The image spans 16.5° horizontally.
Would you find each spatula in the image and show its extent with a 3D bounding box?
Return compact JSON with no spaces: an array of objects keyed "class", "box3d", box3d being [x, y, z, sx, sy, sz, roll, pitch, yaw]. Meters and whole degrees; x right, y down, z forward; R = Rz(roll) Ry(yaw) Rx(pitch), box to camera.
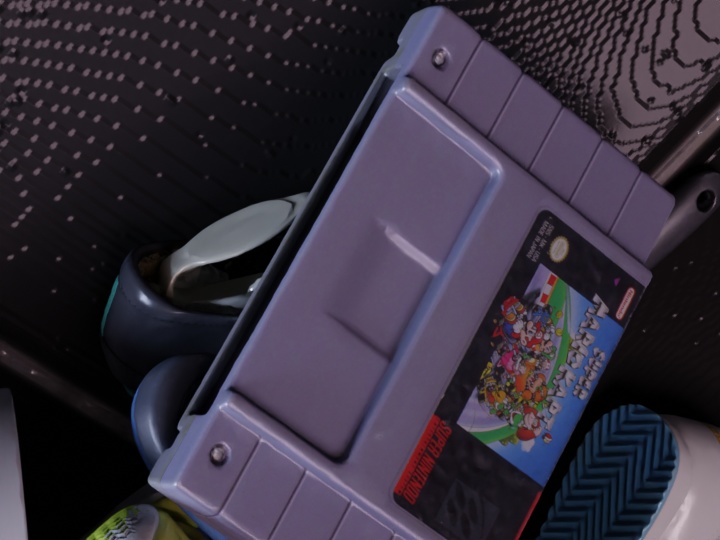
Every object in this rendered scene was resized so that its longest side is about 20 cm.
[{"class":"spatula","box3d":[0.067,0.025,0.994,0.199,0.021,0.057,-37,125,5]}]

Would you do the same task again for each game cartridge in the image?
[{"class":"game cartridge","box3d":[0.026,0.024,0.881,0.129,0.038,0.201,35,72,-19]}]

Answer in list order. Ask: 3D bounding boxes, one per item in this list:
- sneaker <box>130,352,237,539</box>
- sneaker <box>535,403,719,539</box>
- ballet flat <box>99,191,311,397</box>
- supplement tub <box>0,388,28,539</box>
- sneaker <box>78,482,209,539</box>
[{"class":"sneaker","box3d":[-0.027,0.087,0.930,0.200,0.078,0.066,31,67,-42]},{"class":"sneaker","box3d":[0.101,0.150,1.058,0.080,0.077,0.201,15,120,-37]},{"class":"ballet flat","box3d":[0.000,0.000,0.924,0.198,0.073,0.074,-10,125,-12]},{"class":"supplement tub","box3d":[-0.216,0.110,0.856,0.198,0.146,0.146,-5,124,-10]},{"class":"sneaker","box3d":[-0.068,0.138,0.903,0.076,0.200,0.105,-41,90,-1]}]
